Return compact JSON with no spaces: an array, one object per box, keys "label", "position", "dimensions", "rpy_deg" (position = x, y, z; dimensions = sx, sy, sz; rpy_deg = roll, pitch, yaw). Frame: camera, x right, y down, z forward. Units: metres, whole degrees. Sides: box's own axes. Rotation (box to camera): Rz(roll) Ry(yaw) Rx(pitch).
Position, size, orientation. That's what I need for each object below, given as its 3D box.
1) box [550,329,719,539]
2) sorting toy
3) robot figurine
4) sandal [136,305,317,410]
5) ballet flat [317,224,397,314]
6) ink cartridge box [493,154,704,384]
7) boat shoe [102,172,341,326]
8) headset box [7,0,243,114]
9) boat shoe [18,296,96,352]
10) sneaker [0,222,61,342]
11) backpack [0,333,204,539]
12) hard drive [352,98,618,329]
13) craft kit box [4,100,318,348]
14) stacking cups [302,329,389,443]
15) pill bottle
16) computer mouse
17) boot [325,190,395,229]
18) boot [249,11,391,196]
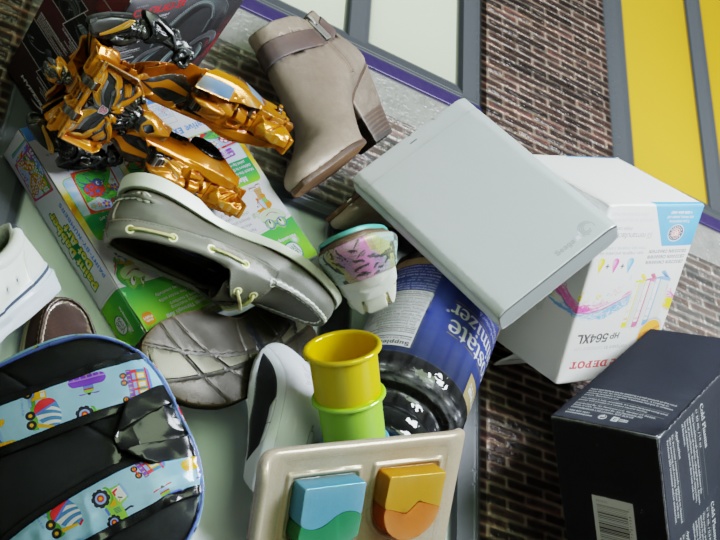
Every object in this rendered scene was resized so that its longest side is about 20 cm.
[{"label":"box","position":[0.265,0.182,1.193],"dimensions":[0.182,0.104,0.201],"rpy_deg":[-30,118,-44]},{"label":"sorting toy","position":[-0.004,0.213,1.007],"dimensions":[0.199,0.186,0.036],"rpy_deg":[-3,19,-39]},{"label":"robot figurine","position":[-0.157,-0.118,1.065],"dimensions":[0.200,0.145,0.058],"rpy_deg":[21,24,-37]},{"label":"sandal","position":[-0.109,0.068,1.100],"dimensions":[0.200,0.055,0.082],"rpy_deg":[-22,82,-57]},{"label":"ballet flat","position":[0.000,0.000,1.142],"dimensions":[0.069,0.200,0.071],"rpy_deg":[-16,91,-4]},{"label":"ink cartridge box","position":[0.206,0.008,1.266],"dimensions":[0.128,0.201,0.125],"rpy_deg":[-2,25,-36]},{"label":"boat shoe","position":[-0.108,-0.002,1.074],"dimensions":[0.201,0.072,0.060],"rpy_deg":[30,58,-18]},{"label":"headset box","position":[-0.182,-0.213,1.124],"dimensions":[0.149,0.200,0.077],"rpy_deg":[-26,78,-44]},{"label":"boat shoe","position":[-0.203,0.102,0.989],"dimensions":[0.072,0.072,0.201],"rpy_deg":[11,56,-31]},{"label":"sneaker","position":[-0.291,0.033,0.959],"dimensions":[0.071,0.073,0.200],"rpy_deg":[59,30,-15]},{"label":"backpack","position":[-0.197,0.143,0.866],"dimensions":[0.199,0.135,0.183],"rpy_deg":[-27,73,-6]},{"label":"hard drive","position":[0.104,-0.054,1.178],"dimensions":[0.132,0.026,0.200],"rpy_deg":[-37,56,-13]},{"label":"craft kit box","position":[-0.162,-0.054,1.144],"dimensions":[0.200,0.049,0.198],"rpy_deg":[-25,75,-43]},{"label":"stacking cups","position":[-0.006,0.148,1.044],"dimensions":[0.060,0.060,0.201],"rpy_deg":[-26,120,-43]},{"label":"pill bottle","position":[0.047,0.085,1.156],"dimensions":[0.112,0.112,0.200],"rpy_deg":[36,47,-11]},{"label":"computer mouse","position":[-0.056,0.148,1.046],"dimensions":[0.110,0.044,0.201],"rpy_deg":[28,57,-47]},{"label":"boot","position":[0.073,-0.043,1.294],"dimensions":[0.200,0.070,0.146],"rpy_deg":[-39,96,-36]},{"label":"boot","position":[-0.052,-0.161,1.260],"dimensions":[0.146,0.070,0.200],"rpy_deg":[54,32,-3]}]
